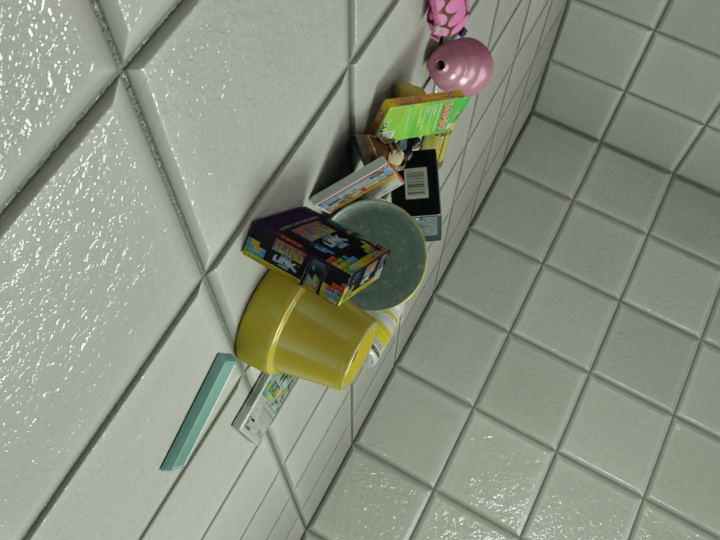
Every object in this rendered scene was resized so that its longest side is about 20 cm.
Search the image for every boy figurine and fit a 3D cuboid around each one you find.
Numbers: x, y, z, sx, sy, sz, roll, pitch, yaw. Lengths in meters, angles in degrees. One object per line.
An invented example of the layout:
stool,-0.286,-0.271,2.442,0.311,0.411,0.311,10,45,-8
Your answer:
boy figurine,0.093,-0.304,1.511,0.125,0.064,0.200,-56,168,-22

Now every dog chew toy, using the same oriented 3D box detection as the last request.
dog chew toy,0.202,-0.427,1.609,0.200,0.124,0.126,-22,138,-61

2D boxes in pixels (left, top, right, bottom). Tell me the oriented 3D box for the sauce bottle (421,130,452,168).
sauce bottle,0.180,-0.293,1.914,0.066,0.066,0.201,-55,167,-37

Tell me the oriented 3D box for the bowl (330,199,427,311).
bowl,0.026,-0.025,1.416,0.202,0.198,0.108,-64,174,2

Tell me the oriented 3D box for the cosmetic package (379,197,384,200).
cosmetic package,0.027,-0.106,1.668,0.083,0.050,0.200,-64,169,-3

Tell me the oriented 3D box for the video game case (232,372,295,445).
video game case,-0.188,0.256,1.563,0.183,0.022,0.200,-60,167,-17

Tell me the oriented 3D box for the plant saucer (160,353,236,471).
plant saucer,-0.253,0.227,1.222,0.202,0.019,0.070,-63,168,-3

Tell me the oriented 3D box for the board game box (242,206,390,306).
board game box,-0.060,-0.029,1.163,0.057,0.164,0.200,-65,169,18

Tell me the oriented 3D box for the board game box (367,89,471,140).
board game box,0.111,-0.287,1.432,0.198,0.030,0.096,-13,152,-32

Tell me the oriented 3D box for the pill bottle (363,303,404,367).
pill bottle,0.038,0.155,2.112,0.201,0.113,0.115,-56,166,-32

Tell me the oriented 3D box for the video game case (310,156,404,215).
video game case,0.000,-0.142,1.359,0.142,0.018,0.200,-29,172,9

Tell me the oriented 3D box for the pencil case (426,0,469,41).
pencil case,0.145,-0.477,1.325,0.094,0.091,0.200,-50,166,0

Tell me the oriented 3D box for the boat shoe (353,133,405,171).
boat shoe,0.038,-0.211,1.372,0.071,0.076,0.200,-23,174,10

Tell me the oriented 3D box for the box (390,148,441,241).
box,0.123,-0.159,1.699,0.200,0.106,0.150,65,21,-74

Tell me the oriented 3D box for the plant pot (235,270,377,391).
plant pot,-0.081,0.103,1.298,0.202,0.187,0.201,-58,166,-23
